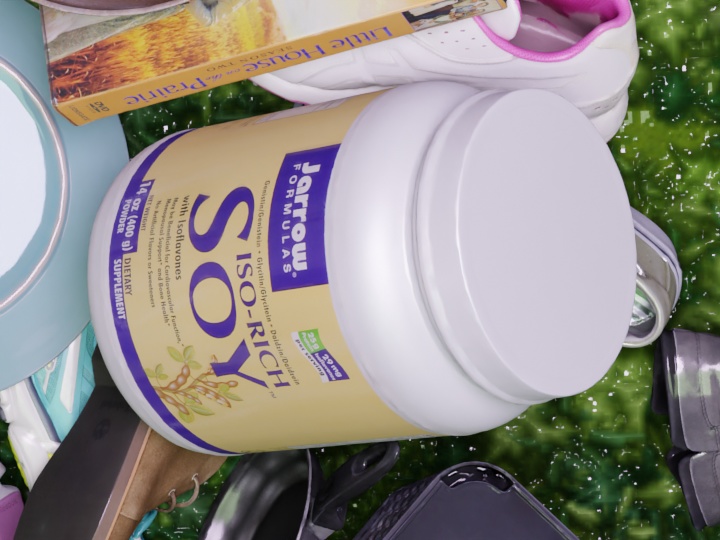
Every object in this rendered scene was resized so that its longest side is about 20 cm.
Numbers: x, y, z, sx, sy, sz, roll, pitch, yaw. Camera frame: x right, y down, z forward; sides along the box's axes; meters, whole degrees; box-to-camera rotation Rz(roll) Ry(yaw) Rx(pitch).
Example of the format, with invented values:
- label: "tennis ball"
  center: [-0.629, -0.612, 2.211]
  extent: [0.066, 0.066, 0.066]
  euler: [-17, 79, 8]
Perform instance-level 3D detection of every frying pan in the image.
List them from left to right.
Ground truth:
- label: "frying pan"
  center: [-0.028, 0.105, 1.145]
  extent: [0.031, 0.115, 0.190]
  euler: [26, 125, -23]

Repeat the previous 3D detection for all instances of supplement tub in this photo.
- label: "supplement tub"
  center: [0.000, 0.000, 1.041]
  extent: [0.199, 0.145, 0.146]
  euler: [-9, 111, 40]

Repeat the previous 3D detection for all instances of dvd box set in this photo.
- label: "dvd box set"
  center: [-0.045, -0.156, 1.062]
  extent: [0.199, 0.029, 0.147]
  euler: [-13, 73, 14]

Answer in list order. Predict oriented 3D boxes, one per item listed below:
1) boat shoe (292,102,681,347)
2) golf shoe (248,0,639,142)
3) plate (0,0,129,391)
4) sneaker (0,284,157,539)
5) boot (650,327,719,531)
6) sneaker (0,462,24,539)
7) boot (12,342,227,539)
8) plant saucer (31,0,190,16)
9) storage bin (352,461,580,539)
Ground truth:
- label: "boat shoe"
  center: [0.060, -0.032, 1.127]
  extent: [0.199, 0.062, 0.072]
  euler: [27, 108, -4]
- label: "golf shoe"
  center: [0.027, -0.112, 1.083]
  extent: [0.199, 0.076, 0.092]
  euler: [10, 149, -5]
- label: "plate"
  center: [-0.200, -0.038, 1.117]
  extent: [0.199, 0.026, 0.202]
  euler: [1, 86, -13]
- label: "sneaker"
  center: [-0.120, 0.093, 1.178]
  extent: [0.079, 0.078, 0.201]
  euler: [-17, 109, -3]
- label: "boot"
  center: [0.197, 0.026, 1.132]
  extent: [0.131, 0.070, 0.201]
  euler: [-4, 107, 3]
- label: "sneaker"
  center: [-0.237, 0.065, 1.178]
  extent: [0.088, 0.080, 0.201]
  euler: [-14, 103, 34]
- label: "boot"
  center: [-0.099, 0.095, 1.126]
  extent: [0.075, 0.073, 0.201]
  euler: [32, 78, -36]
- label: "plant saucer"
  center: [-0.087, -0.197, 1.052]
  extent: [0.199, 0.032, 0.202]
  euler: [-5, 73, 17]
- label: "storage bin"
  center: [0.065, 0.193, 1.059]
  extent: [0.200, 0.094, 0.135]
  euler: [43, 74, -2]
